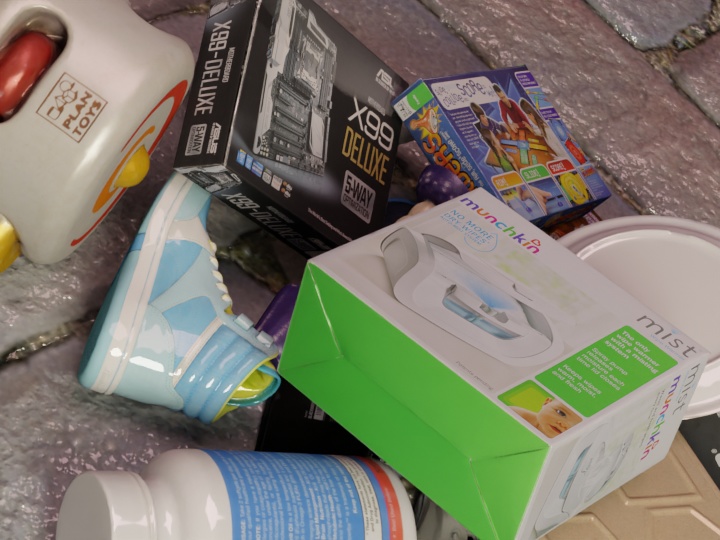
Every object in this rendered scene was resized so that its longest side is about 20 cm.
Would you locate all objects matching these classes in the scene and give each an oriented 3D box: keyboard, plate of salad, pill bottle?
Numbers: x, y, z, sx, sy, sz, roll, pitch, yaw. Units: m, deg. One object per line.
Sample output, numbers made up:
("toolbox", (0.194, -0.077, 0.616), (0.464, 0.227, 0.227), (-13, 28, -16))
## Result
("keyboard", (-0.015, 0.107, 1.333), (0.104, 0.040, 0.200), (9, 39, 3))
("plate of salad", (0.205, 0.036, 1.344), (0.199, 0.048, 0.201), (-3, 45, 3))
("pill bottle", (-0.076, 0.164, 1.152), (0.199, 0.112, 0.113), (7, 45, -32))

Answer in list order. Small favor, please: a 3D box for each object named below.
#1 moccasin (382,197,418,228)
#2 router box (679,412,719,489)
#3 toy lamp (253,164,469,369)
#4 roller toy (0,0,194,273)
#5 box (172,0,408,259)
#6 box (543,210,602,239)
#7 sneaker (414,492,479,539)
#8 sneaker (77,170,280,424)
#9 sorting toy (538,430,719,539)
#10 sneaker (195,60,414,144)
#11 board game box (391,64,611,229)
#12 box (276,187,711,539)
("moccasin", (0.085, 0.019, 1.471), (0.199, 0.081, 0.068), (23, 41, 9))
("router box", (0.288, 0.116, 1.431), (0.200, 0.052, 0.158), (59, 26, -31))
("toy lamp", (0.000, 0.000, 1.372), (0.058, 0.058, 0.200), (42, 64, 11))
("roller toy", (-0.204, -0.102, 1.288), (0.139, 0.183, 0.200), (35, 37, 0))
("box", (-0.045, -0.107, 1.393), (0.200, 0.050, 0.158), (36, 60, -50))
("box", (0.192, 0.027, 1.555), (0.200, 0.039, 0.137), (48, 40, 18))
("sneaker", (0.060, 0.191, 1.255), (0.073, 0.071, 0.200), (24, 38, -12))
("sneaker", (-0.106, 0.025, 1.310), (0.130, 0.080, 0.201), (25, 48, -9))
("sorting toy", (0.159, 0.158, 1.214), (0.184, 0.037, 0.200), (1, 37, -31))
("sneaker", (-0.036, -0.108, 1.515), (0.201, 0.067, 0.108), (13, 43, -20))
("board game box", (0.116, -0.095, 1.516), (0.136, 0.034, 0.200), (58, 29, 9))
("box", (0.082, 0.059, 1.192), (0.200, 0.097, 0.176), (38, 40, 28))
